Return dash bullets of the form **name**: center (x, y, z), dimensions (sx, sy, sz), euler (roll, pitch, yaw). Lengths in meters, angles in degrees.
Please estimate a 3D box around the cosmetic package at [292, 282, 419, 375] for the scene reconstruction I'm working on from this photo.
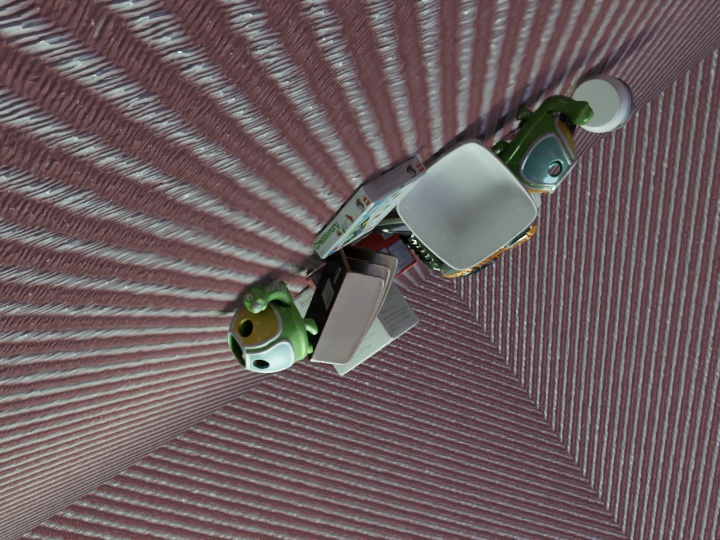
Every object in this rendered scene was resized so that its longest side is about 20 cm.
- **cosmetic package**: center (-0.009, 0.089, 2.012), dimensions (0.164, 0.201, 0.165), euler (-37, 174, 27)

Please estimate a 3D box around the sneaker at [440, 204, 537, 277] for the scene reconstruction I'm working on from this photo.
- **sneaker**: center (0.223, -0.061, 1.664), dimensions (0.199, 0.093, 0.076), euler (-34, 162, 22)

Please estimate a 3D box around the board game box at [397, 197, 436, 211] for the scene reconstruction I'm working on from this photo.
- **board game box**: center (0.178, -0.126, 1.690), dimensions (0.198, 0.020, 0.103), euler (-2, 177, -16)

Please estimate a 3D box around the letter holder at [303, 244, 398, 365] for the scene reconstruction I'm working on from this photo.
- **letter holder**: center (-0.008, 0.068, 1.678), dimensions (0.141, 0.101, 0.201), euler (12, 119, -23)

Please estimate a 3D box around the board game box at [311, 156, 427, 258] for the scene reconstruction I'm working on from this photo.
- **board game box**: center (0.012, -0.098, 1.448), dimensions (0.126, 0.035, 0.200), euler (-32, 173, -36)

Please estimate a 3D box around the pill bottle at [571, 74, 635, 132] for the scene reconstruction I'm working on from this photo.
- **pill bottle**: center (0.494, -0.341, 1.861), dimensions (0.116, 0.116, 0.200), euler (-37, 173, 24)

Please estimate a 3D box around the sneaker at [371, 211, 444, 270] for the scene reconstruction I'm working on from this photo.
- **sneaker**: center (0.105, -0.052, 1.688), dimensions (0.198, 0.108, 0.075), euler (-1, -169, -25)

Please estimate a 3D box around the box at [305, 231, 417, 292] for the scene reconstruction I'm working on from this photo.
- **box**: center (0.000, 0.000, 1.799), dimensions (0.199, 0.100, 0.095), euler (-35, -177, -8)

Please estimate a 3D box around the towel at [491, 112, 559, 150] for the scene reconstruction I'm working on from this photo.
- **towel**: center (0.331, -0.268, 1.942), dimensions (0.199, 0.030, 0.146), euler (-31, 173, -41)

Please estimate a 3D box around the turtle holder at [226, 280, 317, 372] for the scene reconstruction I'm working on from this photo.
- **turtle holder**: center (-0.157, 0.103, 1.580), dimensions (0.131, 0.142, 0.185), euler (-27, 174, -23)

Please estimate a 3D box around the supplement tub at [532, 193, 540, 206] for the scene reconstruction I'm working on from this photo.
- **supplement tub**: center (0.342, -0.159, 2.308), dimensions (0.199, 0.146, 0.145), euler (-34, 174, -8)

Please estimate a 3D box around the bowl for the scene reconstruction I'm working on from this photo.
- **bowl**: center (0.180, -0.123, 1.571), dimensions (0.199, 0.200, 0.075), euler (-38, -156, 22)

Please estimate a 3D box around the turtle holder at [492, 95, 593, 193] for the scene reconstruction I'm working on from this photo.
- **turtle holder**: center (0.334, -0.226, 1.662), dimensions (0.186, 0.131, 0.141), euler (-49, 171, -15)

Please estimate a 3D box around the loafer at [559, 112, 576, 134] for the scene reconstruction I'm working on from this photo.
- **loafer**: center (0.423, -0.286, 2.006), dimensions (0.200, 0.072, 0.063), euler (-46, 180, -20)
